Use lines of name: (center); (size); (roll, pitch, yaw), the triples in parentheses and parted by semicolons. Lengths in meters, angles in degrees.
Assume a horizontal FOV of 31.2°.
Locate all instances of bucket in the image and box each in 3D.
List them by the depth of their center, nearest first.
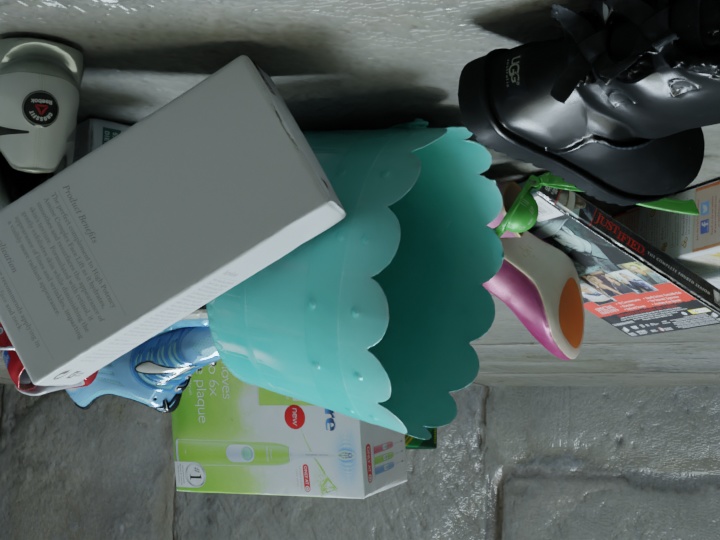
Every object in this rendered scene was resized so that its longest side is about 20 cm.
bucket: (0.000, 0.000, 0.858); (0.134, 0.208, 0.207); (9, 174, 25)

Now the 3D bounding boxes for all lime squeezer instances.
lime squeezer: (0.135, -0.037, 0.932); (0.199, 0.071, 0.038); (-22, -169, 8)

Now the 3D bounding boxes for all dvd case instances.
dvd case: (0.190, -0.007, 1.056); (0.200, 0.022, 0.146); (30, 162, -15)

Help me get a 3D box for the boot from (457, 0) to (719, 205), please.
boot: (0.166, -0.091, 0.662); (0.198, 0.074, 0.162); (11, 164, -40)

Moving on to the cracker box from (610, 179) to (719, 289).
cracker box: (0.305, -0.026, 1.040); (0.133, 0.058, 0.200); (8, 168, -21)

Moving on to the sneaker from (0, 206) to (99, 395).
sneaker: (-0.237, 0.009, 0.844); (0.199, 0.113, 0.071); (20, 154, 19)

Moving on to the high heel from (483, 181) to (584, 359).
high heel: (0.111, 0.003, 1.033); (0.096, 0.068, 0.200); (0, 144, 36)

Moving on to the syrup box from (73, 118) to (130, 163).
syrup box: (-0.123, -0.048, 0.946); (0.199, 0.079, 0.081); (9, 168, -33)

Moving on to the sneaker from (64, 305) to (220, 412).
sneaker: (-0.140, 0.060, 0.985); (0.199, 0.090, 0.078); (-10, -163, 11)

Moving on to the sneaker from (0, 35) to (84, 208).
sneaker: (-0.215, -0.074, 0.799); (0.074, 0.089, 0.200); (4, 172, -16)

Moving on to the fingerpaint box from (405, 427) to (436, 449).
fingerpaint box: (0.016, 0.072, 1.263); (0.073, 0.201, 0.167); (-4, 168, 26)

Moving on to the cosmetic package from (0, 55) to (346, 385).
cosmetic package: (-0.118, -0.025, 0.746); (0.199, 0.102, 0.074); (-30, 172, 5)

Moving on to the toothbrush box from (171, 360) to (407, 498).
toothbrush box: (-0.067, 0.121, 1.148); (0.199, 0.146, 0.086); (-3, -179, 28)
